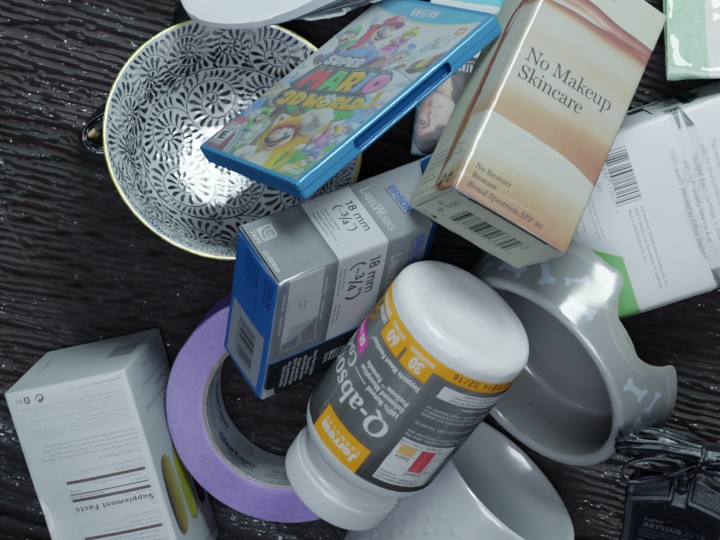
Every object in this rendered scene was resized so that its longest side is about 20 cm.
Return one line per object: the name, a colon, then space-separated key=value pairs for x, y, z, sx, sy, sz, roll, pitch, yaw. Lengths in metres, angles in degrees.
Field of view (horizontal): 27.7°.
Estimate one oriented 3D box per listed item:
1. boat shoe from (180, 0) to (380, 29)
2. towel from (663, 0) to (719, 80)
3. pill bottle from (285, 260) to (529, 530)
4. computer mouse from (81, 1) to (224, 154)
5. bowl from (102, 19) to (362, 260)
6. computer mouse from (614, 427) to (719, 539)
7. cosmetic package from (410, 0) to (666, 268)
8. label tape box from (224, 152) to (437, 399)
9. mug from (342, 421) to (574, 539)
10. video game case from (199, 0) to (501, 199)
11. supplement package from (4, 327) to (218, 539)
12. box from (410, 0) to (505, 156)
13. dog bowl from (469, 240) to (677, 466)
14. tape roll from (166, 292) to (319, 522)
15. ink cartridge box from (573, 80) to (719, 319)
boat shoe: x=-0.040 y=-0.225 z=1.136 sx=0.199 sy=0.068 sz=0.072 roll=-19 pitch=74 yaw=-4
towel: x=0.327 y=-0.217 z=1.090 sx=0.199 sy=0.023 sz=0.153 roll=-1 pitch=72 yaw=8
pill bottle: x=0.030 y=0.099 z=1.105 sx=0.116 sy=0.116 sz=0.200 roll=34 pitch=120 yaw=-3
computer mouse: x=-0.158 y=-0.165 z=1.194 sx=0.059 sy=0.034 sz=0.200 roll=44 pitch=106 yaw=-6
bowl: x=-0.105 y=-0.092 z=1.159 sx=0.200 sy=0.094 sz=0.202 roll=3 pitch=74 yaw=-10
computer mouse: x=0.253 y=0.194 z=1.134 sx=0.138 sy=0.053 sz=0.201 roll=15 pitch=131 yaw=11
cosmetic package: x=0.129 y=-0.115 z=1.056 sx=0.103 sy=0.087 sz=0.201 roll=28 pitch=75 yaw=-15
label tape box: x=0.000 y=0.000 z=1.115 sx=0.063 sy=0.199 sz=0.145 roll=52 pitch=150 yaw=28
mug: x=0.085 y=0.247 z=1.218 sx=0.200 sy=0.148 sz=0.175 roll=39 pitch=111 yaw=-10
video game case: x=-0.009 y=-0.133 z=1.075 sx=0.200 sy=0.143 sz=0.018 roll=-41 pitch=123 yaw=-18
supplement package: x=-0.208 y=0.168 z=1.246 sx=0.109 sy=0.114 sz=0.201 roll=-12 pitch=104 yaw=11
box: x=0.092 y=-0.187 z=1.150 sx=0.082 sy=0.049 sz=0.201 roll=8 pitch=105 yaw=5
dog bowl: x=0.150 y=0.067 z=1.147 sx=0.059 sy=0.200 sz=0.201 roll=-37 pitch=100 yaw=-29
tape roll: x=-0.061 y=0.109 z=1.238 sx=0.199 sy=0.066 sz=0.201 roll=2 pitch=104 yaw=7
ink cartridge box: x=0.250 y=-0.059 z=1.146 sx=0.199 sy=0.084 sz=0.147 roll=-17 pitch=102 yaw=11
